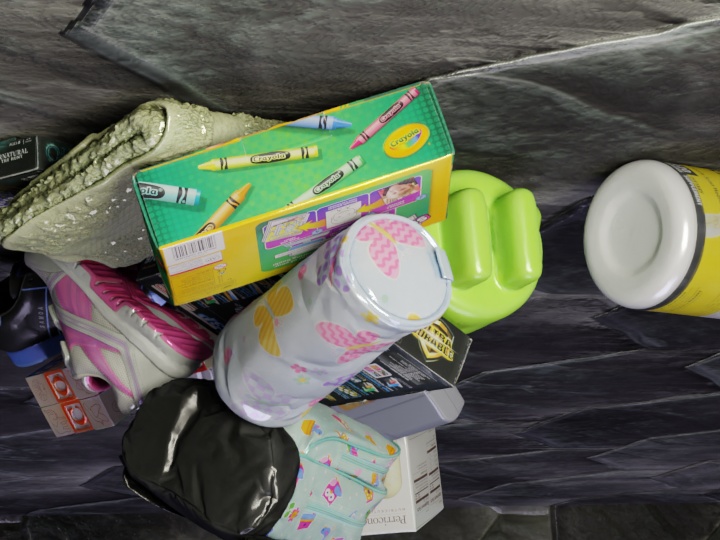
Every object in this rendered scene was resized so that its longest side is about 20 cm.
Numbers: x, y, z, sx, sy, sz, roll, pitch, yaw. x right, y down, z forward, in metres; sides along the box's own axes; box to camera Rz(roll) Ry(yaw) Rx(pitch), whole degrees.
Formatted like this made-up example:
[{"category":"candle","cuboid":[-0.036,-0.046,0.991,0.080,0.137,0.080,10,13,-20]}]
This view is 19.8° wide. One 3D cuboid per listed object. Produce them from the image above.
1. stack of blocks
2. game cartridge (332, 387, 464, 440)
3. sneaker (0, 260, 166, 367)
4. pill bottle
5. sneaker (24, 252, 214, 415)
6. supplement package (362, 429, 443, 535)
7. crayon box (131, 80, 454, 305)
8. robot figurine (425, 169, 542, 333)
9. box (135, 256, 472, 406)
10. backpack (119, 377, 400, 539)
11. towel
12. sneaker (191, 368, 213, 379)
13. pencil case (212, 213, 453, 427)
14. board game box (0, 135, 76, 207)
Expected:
[{"category":"stack of blocks","cuboid":[-0.163,0.060,1.707,0.115,0.059,0.200,-16,-166,48]},{"category":"game cartridge","cuboid":[-0.009,0.069,1.786,0.200,0.042,0.133,45,149,-16]},{"category":"sneaker","cuboid":[-0.229,0.011,1.672,0.200,0.070,0.078,-26,125,21]},{"category":"pill bottle","cuboid":[0.275,-0.019,1.575,0.200,0.112,0.112,6,164,-38]},{"category":"sneaker","cuboid":[-0.201,0.042,1.575,0.081,0.088,0.200,14,-160,-48]},{"category":"supplement package","cuboid":[-0.016,0.144,1.952,0.152,0.200,0.151,-6,180,12]},{"category":"crayon box","cuboid":[-0.041,-0.048,1.348,0.200,0.058,0.119,-18,162,-6]},{"category":"robot figurine","cuboid":[0.060,-0.006,1.561,0.175,0.116,0.200,-2,168,-26]},{"category":"box","cuboid":[-0.042,0.028,1.517,0.200,0.046,0.159,36,151,-28]},{"category":"backpack","cuboid":[-0.060,0.152,1.536,0.167,0.127,0.200,35,-175,36]},{"category":"towel","cuboid":[-0.145,-0.054,1.386,0.200,0.037,0.148,-31,156,36]},{"category":"sneaker","cuboid":[-0.138,0.066,1.854,0.200,0.091,0.067,13,133,21]},{"category":"pencil case","cuboid":[-0.021,0.037,1.387,0.091,0.083,0.200,13,149,-27]},{"category":"board game box","cuboid":[-0.211,-0.054,1.475,0.135,0.028,0.200,-12,166,33]}]
